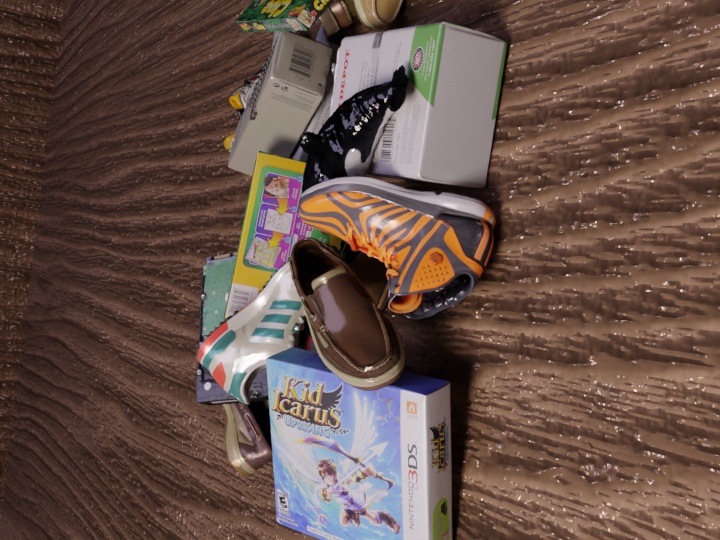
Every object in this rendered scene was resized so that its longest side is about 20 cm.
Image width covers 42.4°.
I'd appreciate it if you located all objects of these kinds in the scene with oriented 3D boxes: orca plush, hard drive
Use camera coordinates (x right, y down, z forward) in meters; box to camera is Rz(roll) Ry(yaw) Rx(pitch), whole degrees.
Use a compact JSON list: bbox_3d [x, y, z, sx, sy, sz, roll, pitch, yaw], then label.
[{"bbox_3d":[-0.023,-0.121,0.921,0.200,0.070,0.106,-33,62,57],"label":"orca plush"},{"bbox_3d":[-0.148,0.072,1.227,0.139,0.038,0.202,-10,71,25],"label":"hard drive"}]

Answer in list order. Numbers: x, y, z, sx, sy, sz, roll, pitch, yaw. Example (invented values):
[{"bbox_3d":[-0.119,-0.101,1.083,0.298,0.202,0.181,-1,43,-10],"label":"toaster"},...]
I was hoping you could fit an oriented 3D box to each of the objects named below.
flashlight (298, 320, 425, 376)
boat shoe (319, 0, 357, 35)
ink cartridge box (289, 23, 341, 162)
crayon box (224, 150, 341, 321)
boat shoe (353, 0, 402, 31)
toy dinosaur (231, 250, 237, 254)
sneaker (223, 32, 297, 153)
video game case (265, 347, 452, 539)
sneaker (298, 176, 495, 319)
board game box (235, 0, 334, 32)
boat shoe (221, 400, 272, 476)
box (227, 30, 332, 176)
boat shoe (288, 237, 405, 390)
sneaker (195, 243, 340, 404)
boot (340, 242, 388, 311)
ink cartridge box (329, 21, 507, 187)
[{"bbox_3d":[-0.003,0.104,0.986,0.200,0.067,0.068,22,138,58],"label":"flashlight"},{"bbox_3d":[-0.028,-0.346,1.160,0.068,0.072,0.201,-28,32,6],"label":"boat shoe"},{"bbox_3d":[-0.059,-0.196,1.196,0.174,0.043,0.201,-99,29,-59],"label":"ink cartridge box"},{"bbox_3d":[-0.084,-0.029,1.100,0.058,0.118,0.202,166,115,-80],"label":"crayon box"},{"bbox_3d":[0.040,-0.373,1.045,0.076,0.071,0.202,6,90,44],"label":"boat shoe"},{"bbox_3d":[-0.147,-0.028,1.314,0.106,0.060,0.202,-18,76,37],"label":"toy dinosaur"},{"bbox_3d":[-0.132,-0.245,1.271,0.078,0.081,0.202,178,108,-74],"label":"sneaker"},{"bbox_3d":[-0.004,0.182,0.904,0.199,0.045,0.183,8,105,38],"label":"video game case"},{"bbox_3d":[0.022,-0.020,0.877,0.198,0.078,0.113,7,67,22],"label":"sneaker"},{"bbox_3d":[-0.074,-0.321,1.081,0.105,0.023,0.200,-52,29,-8],"label":"board game box"},{"bbox_3d":[-0.146,0.177,1.255,0.072,0.072,0.201,-31,43,17],"label":"boat shoe"},{"bbox_3d":[-0.101,-0.197,1.140,0.200,0.068,0.083,130,153,-55],"label":"box"},{"bbox_3d":[-0.024,0.034,0.887,0.202,0.074,0.075,48,165,52],"label":"boat shoe"},{"bbox_3d":[-0.083,0.062,1.019,0.200,0.070,0.094,-42,76,1],"label":"sneaker"},{"bbox_3d":[0.000,0.000,1.018,0.200,0.075,0.074,-55,45,44],"label":"boot"},{"bbox_3d":[0.049,-0.167,0.957,0.200,0.084,0.148,18,101,60],"label":"ink cartridge box"}]
